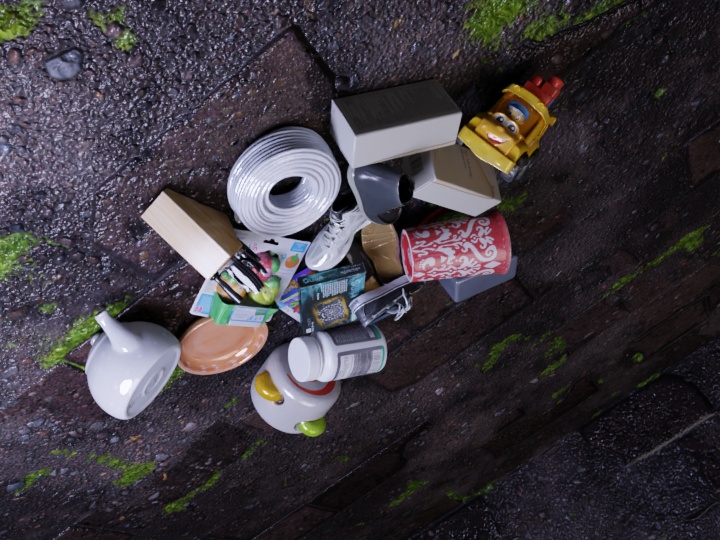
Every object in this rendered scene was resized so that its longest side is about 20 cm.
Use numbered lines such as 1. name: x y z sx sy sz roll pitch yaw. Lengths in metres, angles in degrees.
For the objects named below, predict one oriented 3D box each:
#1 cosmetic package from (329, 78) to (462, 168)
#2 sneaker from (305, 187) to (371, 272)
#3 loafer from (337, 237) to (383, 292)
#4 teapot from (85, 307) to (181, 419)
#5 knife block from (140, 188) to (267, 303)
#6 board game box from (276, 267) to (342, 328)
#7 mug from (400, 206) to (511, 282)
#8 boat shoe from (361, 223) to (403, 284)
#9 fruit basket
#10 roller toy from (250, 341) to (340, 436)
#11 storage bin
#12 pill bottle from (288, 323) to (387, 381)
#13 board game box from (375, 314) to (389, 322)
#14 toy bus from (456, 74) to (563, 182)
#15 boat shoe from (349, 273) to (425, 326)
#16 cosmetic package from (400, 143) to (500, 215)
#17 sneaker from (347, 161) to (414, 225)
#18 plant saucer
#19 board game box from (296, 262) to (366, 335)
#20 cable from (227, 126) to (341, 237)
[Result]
1. cosmetic package: 0.059 -0.251 1.223 0.199 0.104 0.073 -16 144 -18
2. sneaker: -0.051 -0.087 1.358 0.201 0.076 0.115 -48 153 9
3. loafer: 0.000 0.000 1.505 0.073 0.072 0.200 -36 134 6
4. teapot: -0.444 0.171 1.358 0.201 0.146 0.197 -59 173 8
5. knife block: -0.251 -0.031 1.208 0.064 0.176 0.200 -43 143 18
6. board game box: -0.081 0.062 1.544 0.134 0.045 0.200 -28 146 14
7. mug: 0.185 -0.051 1.487 0.198 0.178 0.134 -9 113 -8
8. boat shoe: 0.044 -0.059 1.485 0.070 0.070 0.201 -9 137 7
9. fruit basket: -0.205 0.019 1.379 0.184 0.094 0.200 9 126 -42
10. roller toy: -0.146 0.260 1.643 0.199 0.183 0.140 29 123 -14
11. storage bin: 0.250 -0.032 1.606 0.199 0.135 0.146 -23 145 -11
12. pill bottle: -0.050 0.182 1.586 0.199 0.113 0.113 -4 138 -34
13. board game box: 0.038 0.052 1.657 0.102 0.020 0.200 -27 145 -6
14. toy bus: 0.281 -0.270 1.290 0.192 0.136 0.200 -53 169 22
15. boat shoe: 0.070 0.062 1.484 0.199 0.068 0.074 -19 159 -42
16. cosmetic package: 0.171 -0.179 1.366 0.199 0.104 0.073 9 152 -43
17. sneaker: 0.054 -0.123 1.282 0.075 0.106 0.200 -60 152 -10
18. plant saucer: -0.293 0.144 1.518 0.199 0.038 0.201 -19 144 -14
19. board game box: -0.059 0.060 1.472 0.134 0.028 0.200 -14 150 -11
20. cable: -0.130 -0.148 1.242 0.199 0.069 0.201 -22 144 -11
